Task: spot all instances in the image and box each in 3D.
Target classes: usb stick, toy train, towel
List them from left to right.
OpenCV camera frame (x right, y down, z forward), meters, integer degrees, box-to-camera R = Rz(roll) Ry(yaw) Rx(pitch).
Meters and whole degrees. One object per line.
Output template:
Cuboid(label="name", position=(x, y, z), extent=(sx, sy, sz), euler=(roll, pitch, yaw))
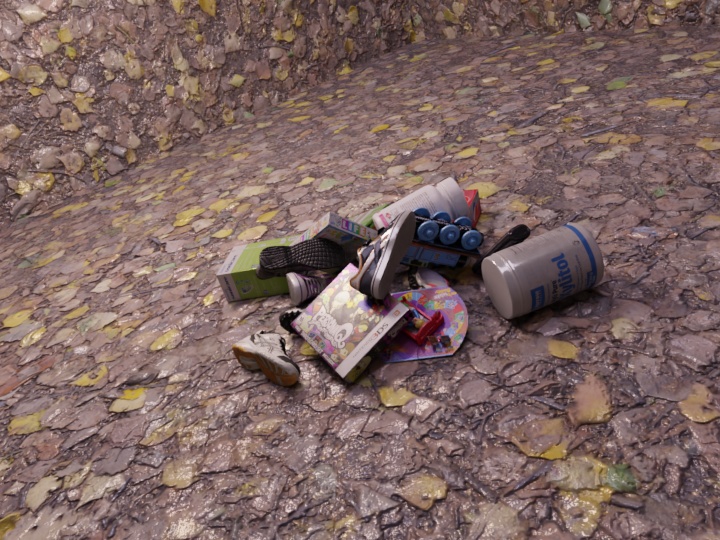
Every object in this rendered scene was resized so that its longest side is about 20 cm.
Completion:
Cuboid(label="towel", position=(-0.031, -0.094, 1.586), extent=(0.199, 0.031, 0.149), euler=(-19, 20, 40))
Cuboid(label="toy train", position=(0.168, -0.062, 1.386), extent=(0.198, 0.115, 0.087), euler=(10, 31, -22))
Cuboid(label="usb stick", position=(0.286, -0.039, 1.334), extent=(0.055, 0.033, 0.200), euler=(-27, -12, -22))

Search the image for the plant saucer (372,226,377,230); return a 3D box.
Cuboid(label="plant saucer", position=(0.019, -0.106, 1.650), extent=(0.199, 0.038, 0.200), euler=(-31, 11, 6))

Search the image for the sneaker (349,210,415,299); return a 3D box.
Cuboid(label="sneaker", position=(0.042, -0.041, 1.272), extent=(0.079, 0.079, 0.201), euler=(12, 59, 28))

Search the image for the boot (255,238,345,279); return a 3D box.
Cuboid(label="boot", position=(-0.140, -0.021, 1.475), extent=(0.198, 0.068, 0.131), euler=(-3, -14, -10))

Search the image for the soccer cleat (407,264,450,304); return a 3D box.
Cuboid(label="soccer cleat", position=(0.151, 0.030, 1.388), extent=(0.072, 0.069, 0.200), euler=(-3, 26, -10))

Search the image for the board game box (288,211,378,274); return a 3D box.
Cuboid(label="board game box", position=(-0.067, -0.058, 1.497), extent=(0.200, 0.133, 0.035), euler=(-32, 46, 49))

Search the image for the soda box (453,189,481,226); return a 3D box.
Cuboid(label="soda box", position=(0.247, -0.129, 1.603), extent=(0.063, 0.071, 0.200), euler=(-2, 31, 24))

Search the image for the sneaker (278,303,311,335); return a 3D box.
Cuboid(label="sneaker", position=(-0.075, 0.091, 1.394), extent=(0.198, 0.067, 0.091), euler=(-8, 23, 14))

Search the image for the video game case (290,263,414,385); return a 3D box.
Cuboid(label="video game case", position=(-0.020, 0.099, 1.270), extent=(0.181, 0.036, 0.200), euler=(-45, 46, -7))

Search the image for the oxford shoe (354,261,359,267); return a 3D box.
Cuboid(label="oxford shoe", position=(0.000, 0.000, 1.510), extent=(0.074, 0.071, 0.201), euler=(-16, 25, 16))

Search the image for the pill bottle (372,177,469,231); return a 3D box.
Cuboid(label="pill bottle", position=(0.137, -0.121, 1.458), extent=(0.199, 0.114, 0.114), euler=(-29, 28, 0))

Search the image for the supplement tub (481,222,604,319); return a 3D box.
Cuboid(label="supplement tub", position=(0.350, 0.000, 1.249), extent=(0.198, 0.133, 0.132), euler=(-22, 28, -8))

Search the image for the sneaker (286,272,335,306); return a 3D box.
Cuboid(label="sneaker", position=(-0.106, 0.032, 1.446), extent=(0.113, 0.073, 0.200), euler=(-12, 1, -5))

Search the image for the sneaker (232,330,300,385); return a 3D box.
Cuboid(label="sneaker", position=(-0.175, 0.163, 1.301), extent=(0.087, 0.076, 0.199), euler=(-35, 34, -31))

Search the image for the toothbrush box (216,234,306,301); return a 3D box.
Cuboid(label="toothbrush box", position=(-0.240, -0.007, 1.633), extent=(0.198, 0.087, 0.146), euler=(-8, 30, 14))

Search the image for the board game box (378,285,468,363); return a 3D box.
Cuboid(label="board game box", position=(0.106, 0.092, 1.249), extent=(0.198, 0.039, 0.159), euler=(-9, 52, 16))
